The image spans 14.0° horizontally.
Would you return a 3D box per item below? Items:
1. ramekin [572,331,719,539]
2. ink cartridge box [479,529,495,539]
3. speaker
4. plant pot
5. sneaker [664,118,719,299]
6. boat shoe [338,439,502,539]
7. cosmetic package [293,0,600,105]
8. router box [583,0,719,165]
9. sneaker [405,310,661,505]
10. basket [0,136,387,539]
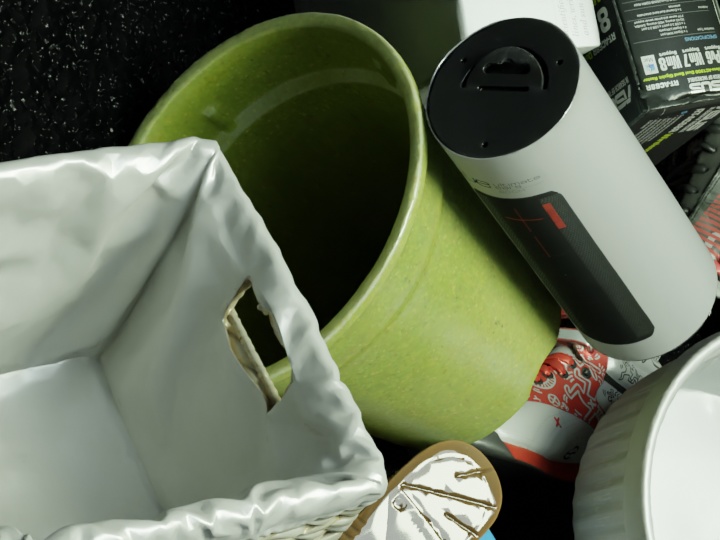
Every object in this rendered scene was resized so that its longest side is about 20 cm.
[{"bbox_3d":[0.208,0.132,1.564,0.199,0.105,0.201,5,78,-25],"label":"ramekin"},{"bbox_3d":[0.019,0.237,1.496,0.200,0.067,0.116,-44,111,-40],"label":"ink cartridge box"},{"bbox_3d":[0.105,-0.038,1.427,0.200,0.081,0.081,51,47,-50],"label":"speaker"},{"bbox_3d":[0.000,0.000,1.475,0.184,0.200,0.201,33,58,-46],"label":"plant pot"},{"bbox_3d":[0.201,-0.046,1.662,0.200,0.071,0.098,-41,98,-31],"label":"sneaker"},{"bbox_3d":[-0.019,0.157,1.482,0.200,0.072,0.072,-38,96,-20],"label":"boat shoe"},{"bbox_3d":[0.038,-0.141,1.515,0.081,0.200,0.113,-8,85,-25],"label":"cosmetic package"},{"bbox_3d":[0.112,-0.121,1.531,0.062,0.200,0.150,-10,76,-24],"label":"router box"},{"bbox_3d":[0.098,0.067,1.616,0.201,0.067,0.108,15,68,-43],"label":"sneaker"},{"bbox_3d":[-0.132,0.072,1.276,0.199,0.161,0.199,-9,58,-34],"label":"basket"}]
